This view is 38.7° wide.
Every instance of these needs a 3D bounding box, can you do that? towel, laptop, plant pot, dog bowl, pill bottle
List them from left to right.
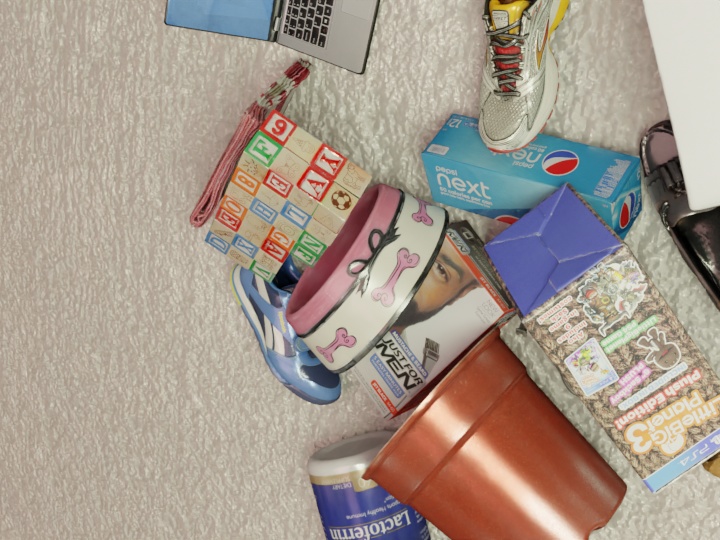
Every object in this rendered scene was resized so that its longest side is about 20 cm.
[{"bbox_3d":[-0.112,-0.139,1.091,0.023,0.200,0.145,32,121,-3],"label":"towel"},{"bbox_3d":[-0.084,-0.323,1.070,0.199,0.115,0.189,26,115,29],"label":"laptop"},{"bbox_3d":[0.000,0.000,1.025,0.073,0.201,0.200,34,124,-12],"label":"dog bowl"},{"bbox_3d":[0.018,0.290,1.137,0.115,0.115,0.202,-13,93,37],"label":"pill bottle"},{"bbox_3d":[0.137,0.195,0.992,0.195,0.200,0.201,43,122,11],"label":"plant pot"}]

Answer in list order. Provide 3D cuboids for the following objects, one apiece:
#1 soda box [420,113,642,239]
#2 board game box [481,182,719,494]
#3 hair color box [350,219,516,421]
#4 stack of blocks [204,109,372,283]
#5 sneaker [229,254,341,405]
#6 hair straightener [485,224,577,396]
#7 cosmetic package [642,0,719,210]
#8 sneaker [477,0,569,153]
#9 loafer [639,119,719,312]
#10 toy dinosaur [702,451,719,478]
[{"bbox_3d":[0.160,-0.084,0.965,0.198,0.064,0.068,20,147,32],"label":"soda box"},{"bbox_3d":[0.208,0.052,0.854,0.096,0.160,0.200,-36,110,9],"label":"board game box"},{"bbox_3d":[0.069,0.055,1.079,0.111,0.064,0.200,53,124,15],"label":"hair color box"},{"bbox_3d":[-0.078,-0.060,1.033,0.115,0.059,0.200,34,150,-4],"label":"stack of blocks"},{"bbox_3d":[-0.076,0.060,1.180,0.082,0.074,0.201,-38,79,33],"label":"sneaker"},{"bbox_3d":[0.181,0.052,0.995,0.201,0.077,0.041,56,162,4],"label":"hair straightener"},{"bbox_3d":[0.332,-0.152,0.753,0.166,0.199,0.168,-12,93,36],"label":"cosmetic package"},{"bbox_3d":[0.136,-0.208,0.934,0.077,0.082,0.203,9,92,35],"label":"sneaker"},{"bbox_3d":[0.301,-0.040,0.887,0.072,0.063,0.202,-33,81,36],"label":"loafer"},{"bbox_3d":[0.318,0.142,0.907,0.199,0.106,0.061,-29,88,30],"label":"toy dinosaur"}]
